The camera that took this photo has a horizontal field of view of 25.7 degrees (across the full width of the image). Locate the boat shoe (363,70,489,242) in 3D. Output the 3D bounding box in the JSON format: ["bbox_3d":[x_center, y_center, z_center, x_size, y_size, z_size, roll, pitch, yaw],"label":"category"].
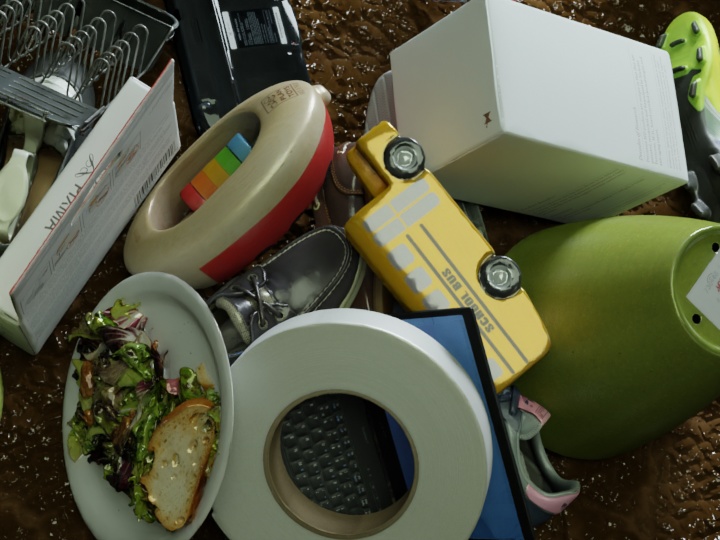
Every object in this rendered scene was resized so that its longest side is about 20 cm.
[{"bbox_3d":[0.056,-0.061,1.254,0.071,0.072,0.201,-2,75,-38],"label":"boat shoe"}]

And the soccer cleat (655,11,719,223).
[{"bbox_3d":[0.299,-0.122,1.329,0.084,0.065,0.201,10,62,-39],"label":"soccer cleat"}]

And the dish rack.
[{"bbox_3d":[-0.236,-0.172,1.178,0.153,0.055,0.200,23,26,0],"label":"dish rack"}]

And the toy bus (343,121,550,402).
[{"bbox_3d":[0.055,-0.007,1.118,0.078,0.065,0.200,-38,83,-3],"label":"toy bus"}]

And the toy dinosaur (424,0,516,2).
[{"bbox_3d":[0.103,-0.314,1.306,0.105,0.200,0.182,-4,103,-28],"label":"toy dinosaur"}]

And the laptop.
[{"bbox_3d":[-0.006,0.131,1.097,0.199,0.103,0.178,-18,101,-11],"label":"laptop"}]

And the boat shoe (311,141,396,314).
[{"bbox_3d":[0.000,0.000,1.204,0.070,0.070,0.201,-12,73,21],"label":"boat shoe"}]

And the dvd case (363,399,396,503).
[{"bbox_3d":[-0.005,0.119,1.199,0.148,0.016,0.201,17,69,-5],"label":"dvd case"}]

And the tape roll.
[{"bbox_3d":[-0.011,0.126,1.073,0.202,0.037,0.203,3,105,10],"label":"tape roll"}]

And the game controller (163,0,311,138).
[{"bbox_3d":[-0.100,-0.191,1.282,0.104,0.042,0.201,-6,72,-28],"label":"game controller"}]

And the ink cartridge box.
[{"bbox_3d":[-0.200,-0.050,1.123,0.045,0.176,0.200,31,73,4],"label":"ink cartridge box"}]

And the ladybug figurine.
[{"bbox_3d":[-0.090,-0.058,1.184,0.200,0.136,0.072,-43,121,7],"label":"ladybug figurine"}]

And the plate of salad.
[{"bbox_3d":[-0.158,0.100,1.087,0.048,0.200,0.201,6,66,-43],"label":"plate of salad"}]

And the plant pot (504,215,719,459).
[{"bbox_3d":[0.213,0.034,1.153,0.187,0.200,0.188,5,76,-21],"label":"plant pot"}]

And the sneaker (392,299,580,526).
[{"bbox_3d":[0.095,0.096,1.166,0.200,0.082,0.070,63,29,-7],"label":"sneaker"}]

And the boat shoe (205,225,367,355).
[{"bbox_3d":[-0.081,0.039,1.149,0.200,0.065,0.072,-39,65,4],"label":"boat shoe"}]

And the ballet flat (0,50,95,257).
[{"bbox_3d":[-0.245,-0.089,1.195,0.068,0.068,0.201,14,69,-5],"label":"ballet flat"}]

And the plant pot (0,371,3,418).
[{"bbox_3d":[-0.344,0.063,1.061,0.200,0.184,0.201,4,71,-11],"label":"plant pot"}]

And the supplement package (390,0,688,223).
[{"bbox_3d":[0.138,-0.118,1.216,0.200,0.117,0.118,10,67,-37],"label":"supplement package"}]
